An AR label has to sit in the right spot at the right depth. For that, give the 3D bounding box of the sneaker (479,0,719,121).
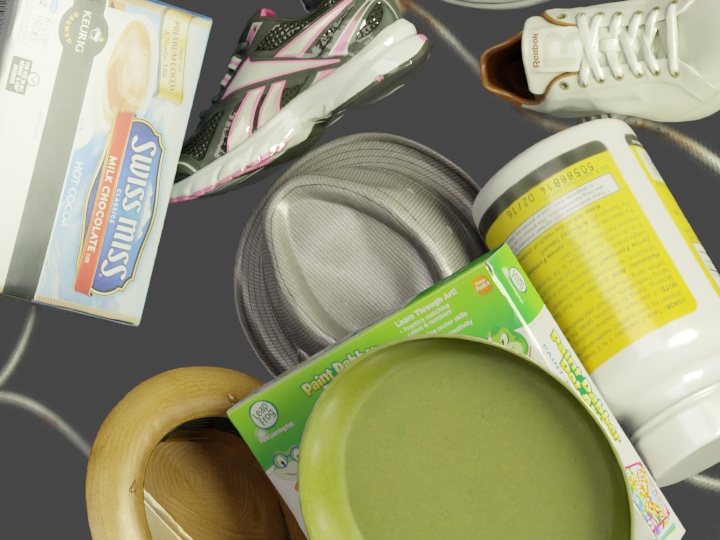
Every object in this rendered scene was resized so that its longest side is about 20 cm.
[{"bbox_3d":[0.147,-0.121,1.318,0.200,0.084,0.073,-11,78,53],"label":"sneaker"}]

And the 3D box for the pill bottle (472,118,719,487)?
[{"bbox_3d":[0.157,0.021,1.324,0.111,0.111,0.200,-31,72,8],"label":"pill bottle"}]

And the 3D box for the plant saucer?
[{"bbox_3d":[0.061,0.126,1.265,0.199,0.031,0.201,7,110,21],"label":"plant saucer"}]

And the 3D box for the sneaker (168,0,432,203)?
[{"bbox_3d":[-0.054,-0.117,1.417,0.200,0.080,0.087,-32,84,14],"label":"sneaker"}]

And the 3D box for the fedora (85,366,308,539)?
[{"bbox_3d":[-0.092,0.161,1.366,0.082,0.200,0.201,-30,66,52],"label":"fedora"}]

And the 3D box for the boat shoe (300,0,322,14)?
[{"bbox_3d":[-0.045,-0.257,1.461,0.072,0.068,0.201,-18,75,12],"label":"boat shoe"}]

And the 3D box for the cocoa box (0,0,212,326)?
[{"bbox_3d":[-0.195,-0.079,1.402,0.133,0.131,0.201,10,86,60],"label":"cocoa box"}]

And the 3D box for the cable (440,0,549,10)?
[{"bbox_3d":[0.089,-0.262,1.423,0.200,0.069,0.200,-27,73,9],"label":"cable"}]

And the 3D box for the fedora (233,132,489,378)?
[{"bbox_3d":[0.000,0.000,1.384,0.177,0.090,0.200,-40,71,5],"label":"fedora"}]

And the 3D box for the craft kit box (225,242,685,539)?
[{"bbox_3d":[0.052,0.116,1.306,0.200,0.049,0.198,-30,96,28],"label":"craft kit box"}]
